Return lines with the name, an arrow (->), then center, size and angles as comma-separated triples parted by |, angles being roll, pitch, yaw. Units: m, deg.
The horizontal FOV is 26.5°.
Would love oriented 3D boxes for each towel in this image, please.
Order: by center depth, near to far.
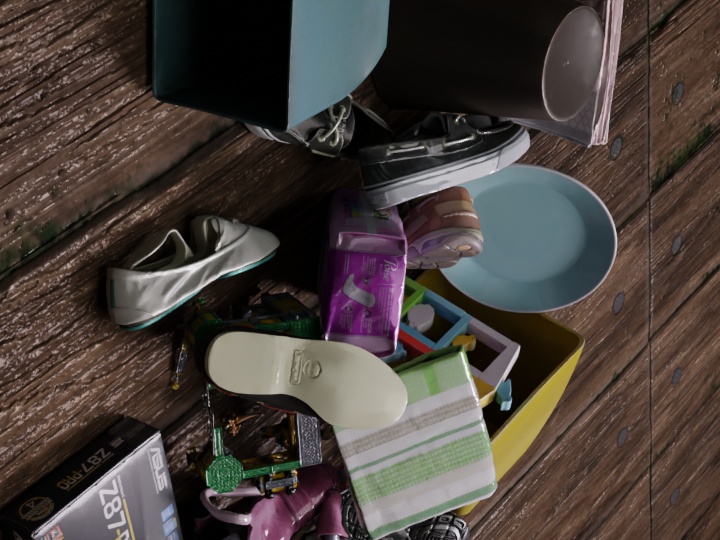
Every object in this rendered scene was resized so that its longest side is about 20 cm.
towel -> 0.051, 0.167, 1.496 | 0.148, 0.031, 0.201 | -20, 127, -6
towel -> 0.176, -0.240, 1.577 | 0.032, 0.199, 0.193 | -26, 128, -43

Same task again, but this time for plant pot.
plant pot -> -0.062, -0.223, 1.315 | 0.200, 0.140, 0.143 | -31, 130, -53
plant pot -> 0.104, 0.145, 1.691 | 0.200, 0.199, 0.177 | -40, 149, -36

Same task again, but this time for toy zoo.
toy zoo -> 0.074, 0.088, 1.599 | 0.131, 0.199, 0.021 | -41, 152, -34

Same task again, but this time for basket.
basket -> 0.128, -0.226, 1.515 | 0.136, 0.199, 0.182 | -21, 122, -48

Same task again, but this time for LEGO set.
LEGO set -> -0.108, 0.107, 1.462 | 0.153, 0.116, 0.202 | -16, 108, -17

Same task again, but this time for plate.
plate -> 0.170, -0.037, 1.611 | 0.026, 0.198, 0.201 | -76, 159, -48

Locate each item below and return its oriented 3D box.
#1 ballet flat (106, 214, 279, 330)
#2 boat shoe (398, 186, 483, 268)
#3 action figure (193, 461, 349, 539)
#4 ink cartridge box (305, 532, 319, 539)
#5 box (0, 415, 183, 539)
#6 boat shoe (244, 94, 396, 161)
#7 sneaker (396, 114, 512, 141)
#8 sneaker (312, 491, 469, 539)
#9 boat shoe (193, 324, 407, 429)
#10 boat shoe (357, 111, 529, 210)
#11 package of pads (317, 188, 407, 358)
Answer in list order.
ballet flat -> -0.148, -0.013, 1.367 | 0.199, 0.069, 0.070 | -30, 130, -42
boat shoe -> 0.070, -0.042, 1.561 | 0.075, 0.200, 0.073 | 1, 82, -23
action figure -> -0.081, 0.230, 1.523 | 0.199, 0.134, 0.150 | -30, 129, -31
ink cartridge box -> -0.008, 0.394, 1.737 | 0.144, 0.083, 0.202 | -6, 112, -54
box -> -0.234, 0.258, 1.387 | 0.161, 0.049, 0.202 | -39, 135, -41
boat shoe -> -0.035, -0.145, 1.448 | 0.199, 0.063, 0.071 | 10, 98, -55
sneaker -> 0.084, -0.097, 1.629 | 0.114, 0.076, 0.201 | -4, 144, -20
sneaker -> 0.020, 0.269, 1.695 | 0.199, 0.091, 0.076 | 22, 98, -22
boat shoe -> -0.053, 0.093, 1.381 | 0.200, 0.063, 0.074 | 15, 88, -21
boat shoe -> 0.084, -0.120, 1.488 | 0.199, 0.072, 0.072 | -23, 102, -34
package of pads -> 0.000, 0.000, 1.479 | 0.200, 0.075, 0.122 | -101, -163, -75
